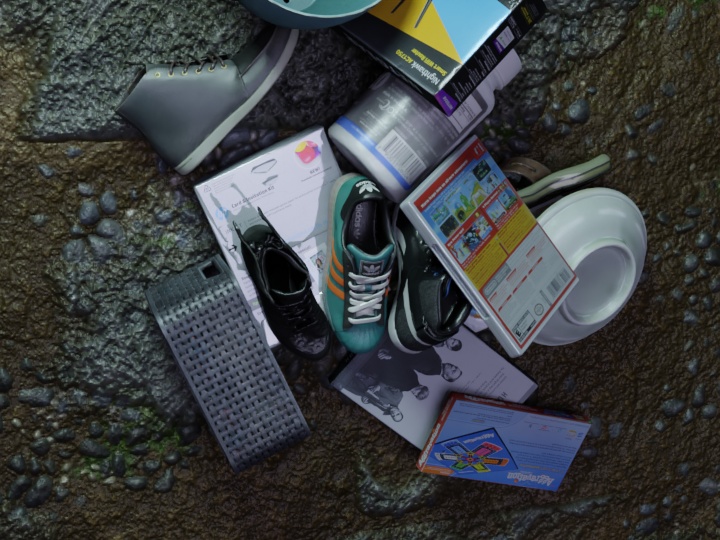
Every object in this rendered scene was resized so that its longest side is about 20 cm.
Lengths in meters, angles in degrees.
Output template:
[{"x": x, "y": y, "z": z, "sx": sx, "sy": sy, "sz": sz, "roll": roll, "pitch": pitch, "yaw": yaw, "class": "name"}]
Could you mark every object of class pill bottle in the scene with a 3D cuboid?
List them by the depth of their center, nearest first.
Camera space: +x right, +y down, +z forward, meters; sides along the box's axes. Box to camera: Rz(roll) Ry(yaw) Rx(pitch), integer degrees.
[{"x": 0.071, "y": -0.180, "z": 1.336, "sx": 0.200, "sy": 0.114, "sz": 0.114, "roll": -45, "pitch": 109, "yaw": -2, "class": "pill bottle"}]

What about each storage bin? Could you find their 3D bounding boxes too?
[{"x": -0.143, "y": 0.098, "z": 1.328, "sx": 0.094, "sy": 0.135, "sz": 0.200, "roll": -28, "pitch": 107, "yaw": -7, "class": "storage bin"}]

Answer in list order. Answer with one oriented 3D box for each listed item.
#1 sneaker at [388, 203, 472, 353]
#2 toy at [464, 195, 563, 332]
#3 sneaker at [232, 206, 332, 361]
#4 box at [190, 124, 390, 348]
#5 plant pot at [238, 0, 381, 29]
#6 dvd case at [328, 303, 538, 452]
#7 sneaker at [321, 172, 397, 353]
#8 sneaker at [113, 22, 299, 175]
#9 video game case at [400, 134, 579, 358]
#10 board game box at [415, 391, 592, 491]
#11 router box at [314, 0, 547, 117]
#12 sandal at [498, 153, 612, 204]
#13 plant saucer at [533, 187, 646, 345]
[{"x": 0.088, "y": -0.014, "z": 1.345, "sx": 0.073, "sy": 0.112, "sz": 0.201, "roll": 11, "pitch": 73, "yaw": -28, "class": "sneaker"}, {"x": 0.167, "y": 0.005, "z": 1.435, "sx": 0.200, "sy": 0.047, "sz": 0.115, "roll": -24, "pitch": 106, "yaw": -9, "class": "toy"}, {"x": -0.079, "y": 0.021, "z": 1.303, "sx": 0.060, "sy": 0.104, "sz": 0.200, "roll": -29, "pitch": 108, "yaw": -7, "class": "sneaker"}, {"x": -0.075, "y": -0.036, "z": 1.367, "sx": 0.156, "sy": 0.041, "sz": 0.200, "roll": -26, "pitch": 108, "yaw": -9, "class": "box"}, {"x": -0.064, "y": -0.324, "z": 1.245, "sx": 0.200, "sy": 0.135, "sz": 0.201, "roll": 4, "pitch": 79, "yaw": -19, "class": "plant pot"}, {"x": 0.086, "y": 0.129, "z": 1.441, "sx": 0.200, "sy": 0.025, "sz": 0.150, "roll": 38, "pitch": 100, "yaw": -20, "class": "dvd case"}, {"x": 0.000, "y": 0.000, "z": 1.331, "sx": 0.071, "sy": 0.080, "sz": 0.201, "roll": -7, "pitch": 106, "yaw": -14, "class": "sneaker"}, {"x": -0.158, "y": -0.205, "z": 1.290, "sx": 0.106, "sy": 0.075, "sz": 0.200, "roll": 41, "pitch": 91, "yaw": -21, "class": "sneaker"}, {"x": 0.140, "y": -0.027, "z": 1.309, "sx": 0.200, "sy": 0.017, "sz": 0.143, "roll": 53, "pitch": 50, "yaw": -10, "class": "video game case"}, {"x": 0.171, "y": 0.203, "z": 1.463, "sx": 0.200, "sy": 0.019, "sz": 0.103, "roll": 13, "pitch": 110, "yaw": -29, "class": "board game box"}, {"x": 0.070, "y": -0.269, "z": 1.278, "sx": 0.149, "sy": 0.200, "sz": 0.051, "roll": -48, "pitch": 145, "yaw": -1, "class": "router box"}, {"x": 0.187, "y": -0.104, "z": 1.410, "sx": 0.200, "sy": 0.080, "sz": 0.057, "roll": -19, "pitch": 89, "yaw": -16, "class": "sandal"}, {"x": 0.259, "y": 0.006, "z": 1.424, "sx": 0.200, "sy": 0.050, "sz": 0.201, "roll": -15, "pitch": 124, "yaw": -24, "class": "plant saucer"}]
